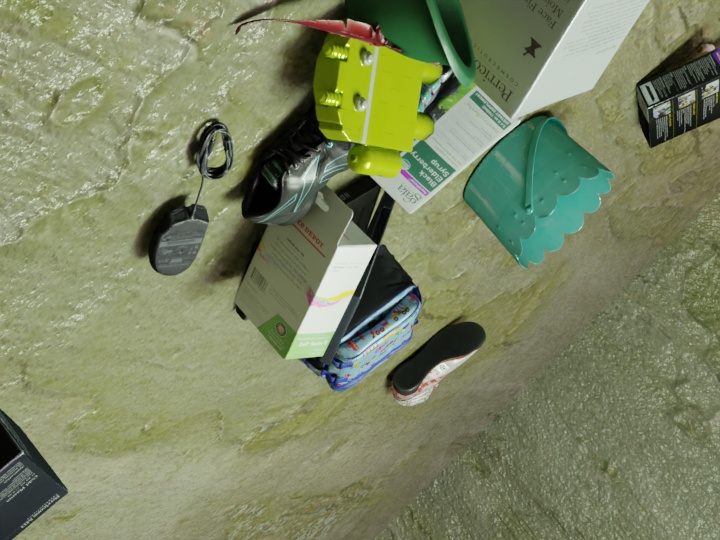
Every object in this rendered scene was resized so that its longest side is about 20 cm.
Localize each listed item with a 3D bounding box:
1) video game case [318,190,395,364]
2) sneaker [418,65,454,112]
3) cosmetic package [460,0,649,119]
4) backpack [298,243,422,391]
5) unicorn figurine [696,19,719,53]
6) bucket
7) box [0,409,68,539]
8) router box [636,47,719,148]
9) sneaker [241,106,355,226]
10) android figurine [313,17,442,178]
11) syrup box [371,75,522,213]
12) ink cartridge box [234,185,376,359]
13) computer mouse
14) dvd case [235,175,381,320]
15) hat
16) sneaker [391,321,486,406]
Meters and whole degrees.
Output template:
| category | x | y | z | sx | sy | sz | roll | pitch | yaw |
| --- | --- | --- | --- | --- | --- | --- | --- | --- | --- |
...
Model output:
| category | x | y | z | sx | sy | sz | roll | pitch | yaw |
| --- | --- | --- | --- | --- | --- | --- | --- | --- | --- |
| video game case | 0.000 | 0.000 | 1.744 | 0.143 | 0.019 | 0.201 | 115 | -5 | -49 |
| sneaker | 0.046 | -0.184 | 1.594 | 0.200 | 0.074 | 0.088 | -43 | 167 | -5 |
| cosmetic package | 0.195 | -0.300 | 1.499 | 0.164 | 0.165 | 0.201 | -24 | 152 | -45 |
| backpack | -0.015 | 0.079 | 1.951 | 0.182 | 0.135 | 0.200 | -34 | 163 | -23 |
| unicorn figurine | 0.637 | -0.372 | 2.413 | 0.136 | 0.075 | 0.200 | 5 | 154 | -38 |
| bucket | 0.260 | -0.119 | 2.087 | 0.207 | 0.135 | 0.208 | -39 | 162 | -15 |
| box | -0.429 | 0.236 | 1.462 | 0.200 | 0.104 | 0.182 | -39 | 161 | -12 |
| router box | 0.543 | -0.286 | 2.376 | 0.148 | 0.051 | 0.200 | -23 | 162 | 6 |
| sneaker | -0.057 | -0.120 | 1.510 | 0.079 | 0.075 | 0.201 | -12 | 144 | -54 |
| android figurine | 0.018 | -0.189 | 1.450 | 0.199 | 0.041 | 0.184 | 6 | 94 | -56 |
| syrup box | 0.102 | -0.160 | 1.642 | 0.200 | 0.079 | 0.082 | -40 | -167 | 38 |
| ink cartridge box | -0.057 | -0.013 | 1.625 | 0.067 | 0.117 | 0.201 | -1 | 126 | -45 |
| computer mouse | -0.175 | -0.074 | 1.444 | 0.058 | 0.034 | 0.201 | -5 | 135 | -37 |
| dvd case | -0.064 | -0.029 | 1.777 | 0.199 | 0.025 | 0.151 | -33 | 159 | -31 |
| hat | 0.000 | -0.244 | 1.376 | 0.174 | 0.167 | 0.200 | -17 | 138 | 15 |
| sneaker | 0.139 | 0.173 | 2.593 | 0.201 | 0.067 | 0.108 | -35 | 161 | -16 |
